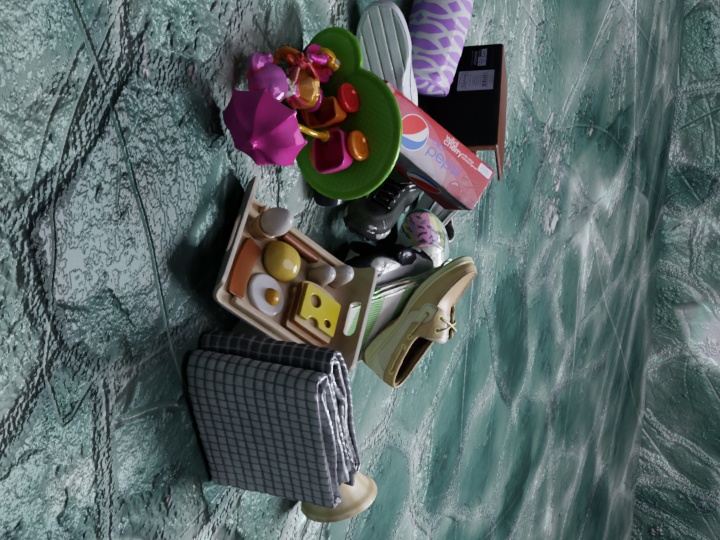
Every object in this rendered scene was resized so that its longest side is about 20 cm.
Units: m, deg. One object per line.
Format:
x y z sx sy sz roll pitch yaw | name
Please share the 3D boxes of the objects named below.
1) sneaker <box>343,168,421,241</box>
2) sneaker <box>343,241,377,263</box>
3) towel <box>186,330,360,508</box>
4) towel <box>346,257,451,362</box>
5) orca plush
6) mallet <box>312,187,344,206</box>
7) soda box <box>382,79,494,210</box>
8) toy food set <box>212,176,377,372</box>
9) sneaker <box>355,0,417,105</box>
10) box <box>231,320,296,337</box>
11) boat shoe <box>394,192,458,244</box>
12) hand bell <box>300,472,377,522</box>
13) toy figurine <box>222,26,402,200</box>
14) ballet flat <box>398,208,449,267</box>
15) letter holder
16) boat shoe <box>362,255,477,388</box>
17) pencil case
0.039 -0.104 1.603 0.091 0.066 0.200 -61 169 29 | sneaker
0.013 0.051 1.652 0.100 0.075 0.200 -58 141 -25 | sneaker
-0.090 0.160 1.350 0.086 0.165 0.200 -61 151 -45 | towel
0.026 0.063 1.576 0.200 0.023 0.153 -21 148 -36 | towel
0.000 0.000 1.551 0.200 0.071 0.105 -25 151 -25 | orca plush
-0.008 -0.132 1.557 0.200 0.041 0.066 -34 129 -62 | mallet
0.071 -0.156 1.543 0.200 0.070 0.063 37 78 -25 | soda box
-0.066 0.006 1.347 0.200 0.060 0.144 36 50 -31 | toy food set
0.033 -0.258 1.568 0.071 0.073 0.200 -85 171 -53 | sneaker
-0.085 0.133 1.448 0.095 0.078 0.200 -53 145 -44 | box
0.100 -0.058 1.696 0.072 0.066 0.200 -50 172 -47 | boat shoe
-0.052 0.213 1.576 0.104 0.104 0.200 -46 129 -50 | hand bell
-0.069 -0.180 1.318 0.184 0.150 0.200 1 78 -56 | toy figurine
0.086 0.001 1.664 0.200 0.069 0.071 88 2 -55 | ballet flat
0.158 -0.200 1.744 0.142 0.100 0.200 72 20 -50 | letter holder
0.088 0.068 1.564 0.200 0.066 0.074 -51 153 22 | boat shoe
0.102 -0.329 1.657 0.085 0.084 0.200 164 -56 -78 | pencil case
